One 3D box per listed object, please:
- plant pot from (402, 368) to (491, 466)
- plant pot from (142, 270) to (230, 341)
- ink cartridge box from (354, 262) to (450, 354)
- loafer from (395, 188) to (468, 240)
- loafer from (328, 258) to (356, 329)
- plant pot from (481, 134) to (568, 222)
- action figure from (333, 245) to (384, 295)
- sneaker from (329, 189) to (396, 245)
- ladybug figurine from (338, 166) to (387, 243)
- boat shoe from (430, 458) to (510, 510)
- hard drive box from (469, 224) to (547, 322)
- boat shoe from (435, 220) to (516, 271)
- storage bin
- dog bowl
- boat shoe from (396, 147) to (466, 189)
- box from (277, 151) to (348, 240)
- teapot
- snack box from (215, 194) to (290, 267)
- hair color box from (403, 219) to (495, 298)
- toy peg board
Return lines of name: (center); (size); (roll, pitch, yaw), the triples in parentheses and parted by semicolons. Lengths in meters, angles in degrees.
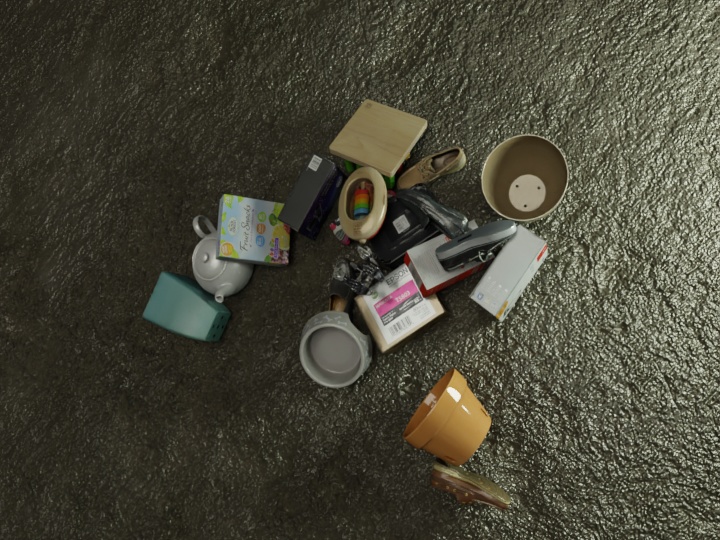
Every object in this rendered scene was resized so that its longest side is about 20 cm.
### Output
plant pot: (0.210, 0.353, 1.379); (0.139, 0.200, 0.202); (38, 95, 4)
plant pot: (-0.484, 0.117, 1.698); (0.196, 0.141, 0.144); (26, 90, 15)
ink cartridge box: (0.105, 0.091, 1.513); (0.198, 0.075, 0.167); (-35, 72, 12)
loafer: (0.165, -0.135, 1.434); (0.197, 0.068, 0.072); (30, 83, 18)
loafer: (-0.051, 0.067, 1.576); (0.071, 0.072, 0.207); (-4, 79, 20)
plant pot: (0.396, -0.203, 1.424); (0.194, 0.134, 0.207); (-3, 79, 19)
action figure: (0.000, 0.000, 1.496); (0.102, 0.200, 0.119); (41, 91, -11)
sneaker: (0.014, -0.149, 1.595); (0.197, 0.081, 0.076); (-33, 100, 12)
ladybug figurine: (0.012, -0.160, 1.495); (0.132, 0.072, 0.206); (-4, 68, 26)
boat shoe: (0.254, 0.513, 1.391); (0.196, 0.072, 0.070); (19, 92, 28)
hard drive box: (0.351, 0.011, 1.393); (0.076, 0.155, 0.203); (35, 94, 21)
boat shoe: (0.270, -0.051, 1.359); (0.195, 0.074, 0.069); (-24, 110, 20)
storage bin: (0.121, -0.111, 1.532); (0.197, 0.094, 0.138); (-33, 72, 11)
dog bowl: (-0.068, 0.208, 1.518); (0.194, 0.059, 0.206); (4, 109, 11)
boat shoe: (0.179, -0.268, 1.552); (0.196, 0.064, 0.073); (-27, 73, 14)
box: (-0.127, -0.198, 1.611); (0.078, 0.141, 0.204); (29, 92, 14)
teapot: (-0.409, -0.030, 1.686); (0.196, 0.146, 0.202); (21, 88, 23)
snack box: (-0.294, -0.107, 1.638); (0.194, 0.067, 0.174); (6, 81, -24)
hair color box: (0.217, -0.029, 1.457); (0.196, 0.064, 0.113); (-24, 72, -12)
toy peg board: (0.051, -0.332, 1.597); (0.196, 0.099, 0.201); (25, 64, 21)
